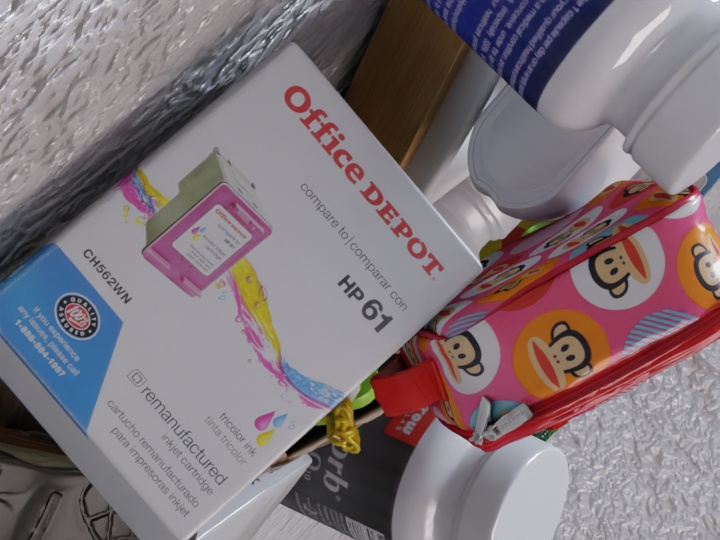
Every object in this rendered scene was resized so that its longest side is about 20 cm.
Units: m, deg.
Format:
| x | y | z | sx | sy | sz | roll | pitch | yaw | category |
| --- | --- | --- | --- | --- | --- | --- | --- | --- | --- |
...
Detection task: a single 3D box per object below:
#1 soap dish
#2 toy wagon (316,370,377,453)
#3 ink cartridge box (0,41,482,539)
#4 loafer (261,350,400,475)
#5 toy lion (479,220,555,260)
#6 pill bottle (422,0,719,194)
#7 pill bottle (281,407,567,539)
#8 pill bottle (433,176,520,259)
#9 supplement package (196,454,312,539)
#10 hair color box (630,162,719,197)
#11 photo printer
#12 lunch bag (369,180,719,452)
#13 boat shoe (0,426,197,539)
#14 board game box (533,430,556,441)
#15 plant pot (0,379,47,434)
| x | y | z | sx | sy | sz | roll | pitch | yaw | category |
| --- | --- | --- | --- | --- | --- | --- | --- | --- | --- |
| 0.073 | -0.136 | 1.327 | 0.157 | 0.081 | 0.200 | -39 | 168 | -31 | soap dish |
| -0.020 | 0.008 | 1.282 | 0.155 | 0.039 | 0.200 | 76 | 12 | -49 | toy wagon |
| -0.065 | 0.011 | 1.141 | 0.200 | 0.145 | 0.085 | -42 | -175 | -18 | ink cartridge box |
| -0.042 | 0.075 | 1.373 | 0.200 | 0.072 | 0.063 | -25 | -160 | 0 | loafer |
| 0.082 | -0.014 | 1.546 | 0.192 | 0.200 | 0.069 | -53 | 147 | -22 | toy lion |
| 0.102 | -0.135 | 1.112 | 0.120 | 0.200 | 0.120 | -43 | 169 | -10 | pill bottle |
| 0.025 | 0.121 | 1.553 | 0.116 | 0.200 | 0.116 | -37 | 138 | -43 | pill bottle |
| 0.000 | 0.000 | 1.469 | 0.200 | 0.116 | 0.116 | -43 | 170 | -7 | pill bottle |
| -0.146 | 0.147 | 1.471 | 0.200 | 0.117 | 0.117 | -33 | 164 | -52 | supplement package |
| 0.186 | -0.122 | 1.483 | 0.061 | 0.100 | 0.200 | -53 | -174 | 36 | hair color box |
| 0.143 | -0.108 | 1.282 | 0.200 | 0.069 | 0.166 | -49 | 169 | 18 | photo printer |
| 0.088 | 0.026 | 1.190 | 0.176 | 0.082 | 0.200 | -28 | -176 | -4 | lunch bag |
| -0.164 | 0.114 | 1.243 | 0.200 | 0.074 | 0.076 | 27 | 95 | -50 | boat shoe |
| 0.075 | 0.034 | 1.660 | 0.105 | 0.200 | 0.023 | -41 | 154 | -13 | board game box |
| -0.102 | 0.038 | 1.293 | 0.201 | 0.093 | 0.201 | -44 | 169 | -11 | plant pot |
